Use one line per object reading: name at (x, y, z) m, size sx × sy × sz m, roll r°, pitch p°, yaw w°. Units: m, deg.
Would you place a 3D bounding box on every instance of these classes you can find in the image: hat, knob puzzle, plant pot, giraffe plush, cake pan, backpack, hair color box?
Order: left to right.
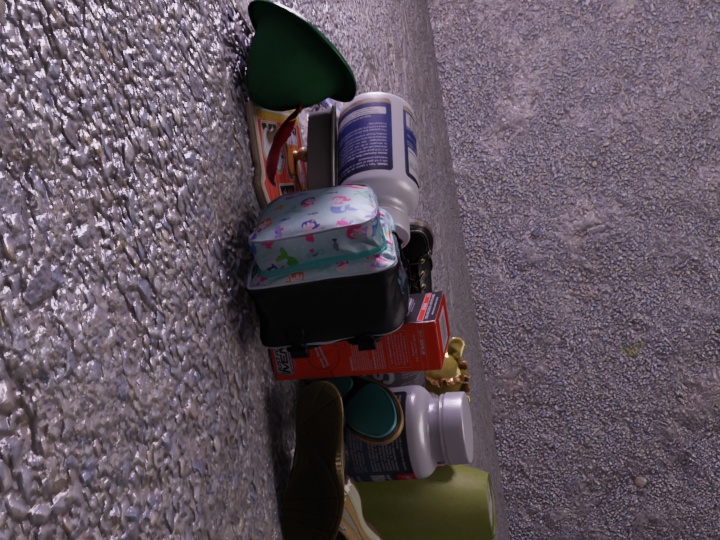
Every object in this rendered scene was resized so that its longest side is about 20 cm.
hat at (-0.115, -0.197, 0.867) m, size 0.177 × 0.165 × 0.200 m, roll -55°, pitch -178°, yaw -8°
knob puzzle at (-0.088, -0.114, 0.955) m, size 0.219 × 0.030 × 0.223 m, roll -7°, pitch 90°, yaw -76°
cake pan at (-0.050, -0.125, 1.004) m, size 0.200 × 0.036 × 0.204 m, roll 179°, pitch -90°, yaw -90°
backpack at (-0.036, -0.012, 0.823) m, size 0.200 × 0.175 × 0.153 m, roll -81°, pitch 161°, yaw -71°
hair color box at (0.001, 0.076, 0.868) m, size 0.102 × 0.197 × 0.062 m, roll -57°, pitch 138°, yaw -69°
plant pot at (0.102, 0.363, 1.122) m, size 0.187 × 0.197 × 0.190 m, roll -7°, pitch 90°, yaw -75°
giraffe plush at (0.125, 0.182, 1.368) m, size 0.201 × 0.160 × 0.174 m, roll -79°, pitch 157°, yaw -51°

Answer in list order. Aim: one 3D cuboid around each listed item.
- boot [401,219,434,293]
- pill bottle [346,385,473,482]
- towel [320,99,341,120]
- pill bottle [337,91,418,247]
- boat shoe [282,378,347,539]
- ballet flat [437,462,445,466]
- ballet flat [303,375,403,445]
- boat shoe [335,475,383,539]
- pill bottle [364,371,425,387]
boot at (0.087, 0.025, 1.202) m, size 0.201 × 0.072 × 0.153 m, roll 91°, pitch -2°, yaw -59°
pill bottle at (0.044, 0.215, 0.970) m, size 0.119 × 0.197 × 0.122 m, roll -8°, pitch 90°, yaw -75°
towel at (0.000, -0.197, 1.174) m, size 0.201 × 0.024 × 0.147 m, roll 53°, pitch 9°, yaw 13°
pill bottle at (0.023, -0.128, 0.990) m, size 0.111 × 0.109 × 0.203 m, roll 59°, pitch 27°, yaw -57°
boat shoe at (-0.045, 0.223, 0.835) m, size 0.066 × 0.071 × 0.204 m, roll -16°, pitch 110°, yaw -78°
ballet flat at (0.043, 0.240, 1.095) m, size 0.070 × 0.198 × 0.071 m, roll -69°, pitch -170°, yaw -24°
ballet flat at (0.000, 0.163, 0.890) m, size 0.199 × 0.069 × 0.063 m, roll 30°, pitch -21°, yaw 54°
boat shoe at (-0.022, 0.351, 0.940) m, size 0.076 × 0.071 × 0.202 m, roll -56°, pitch 132°, yaw -47°
pill bottle at (0.047, 0.150, 1.138) m, size 0.114 × 0.111 × 0.203 m, roll -72°, pitch 163°, yaw -59°
